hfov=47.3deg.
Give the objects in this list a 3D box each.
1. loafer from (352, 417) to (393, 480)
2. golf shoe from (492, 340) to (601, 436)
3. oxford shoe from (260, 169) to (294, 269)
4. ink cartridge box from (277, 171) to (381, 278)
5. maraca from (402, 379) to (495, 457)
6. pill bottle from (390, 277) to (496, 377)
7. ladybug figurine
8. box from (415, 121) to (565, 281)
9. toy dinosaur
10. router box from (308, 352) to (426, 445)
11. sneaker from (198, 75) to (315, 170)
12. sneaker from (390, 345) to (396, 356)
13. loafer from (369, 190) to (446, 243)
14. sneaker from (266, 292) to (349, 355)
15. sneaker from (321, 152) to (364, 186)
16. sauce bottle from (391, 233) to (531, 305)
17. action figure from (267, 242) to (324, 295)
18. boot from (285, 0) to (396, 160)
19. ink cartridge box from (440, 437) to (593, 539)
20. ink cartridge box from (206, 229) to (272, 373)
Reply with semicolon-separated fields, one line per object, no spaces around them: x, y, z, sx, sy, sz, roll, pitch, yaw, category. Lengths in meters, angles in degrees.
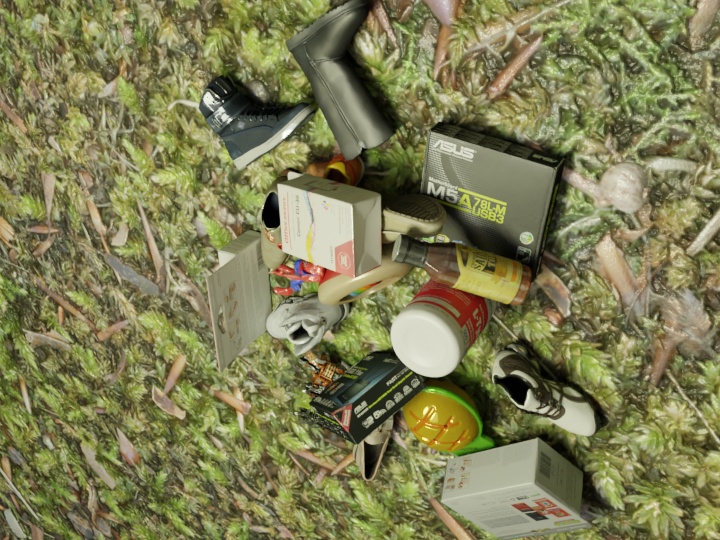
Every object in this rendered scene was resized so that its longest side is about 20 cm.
0.028;0.313;1.535;0.071;0.063;0.201;-1;131;-12;loafer
0.285;0.207;1.296;0.199;0.094;0.078;38;130;6;golf shoe
-0.151;-0.077;1.424;0.070;0.074;0.201;24;129;16;oxford shoe
-0.061;-0.075;1.257;0.199;0.067;0.118;19;121;40;ink cartridge box
0.151;0.263;1.414;0.136;0.107;0.200;-12;129;39;maraca
0.136;0.061;1.234;0.111;0.200;0.113;16;126;24;pill bottle
0.000;0.000;1.342;0.199;0.135;0.073;-29;77;44;ladybug figurine
0.184;-0.099;1.208;0.199;0.048;0.195;22;130;22;box
-0.048;0.233;1.535;0.135;0.102;0.201;-34;92;26;toy dinosaur
0.007;0.210;1.386;0.062;0.149;0.200;56;164;-8;router box
-0.175;-0.261;1.327;0.201;0.077;0.147;-22;106;41;sneaker
0.101;0.130;1.355;0.199;0.115;0.075;-34;96;41;sneaker
0.055;-0.075;1.245;0.199;0.075;0.069;19;129;48;loafer
-0.120;0.099;1.482;0.199;0.115;0.076;-20;105;40;sneaker
-0.053;-0.104;1.342;0.073;0.077;0.201;28;130;17;sneaker
0.143;-0.004;1.171;0.198;0.066;0.066;16;130;-11;sauce bottle
-0.120;-0.006;1.367;0.098;0.066;0.200;16;163;-22;action figure
-0.007;-0.279;1.212;0.164;0.066;0.201;-17;104;48;boot
0.269;0.378;1.398;0.199;0.084;0.175;-25;128;40;ink cartridge box
-0.228;0.054;1.486;0.044;0.176;0.202;15;124;25;ink cartridge box
